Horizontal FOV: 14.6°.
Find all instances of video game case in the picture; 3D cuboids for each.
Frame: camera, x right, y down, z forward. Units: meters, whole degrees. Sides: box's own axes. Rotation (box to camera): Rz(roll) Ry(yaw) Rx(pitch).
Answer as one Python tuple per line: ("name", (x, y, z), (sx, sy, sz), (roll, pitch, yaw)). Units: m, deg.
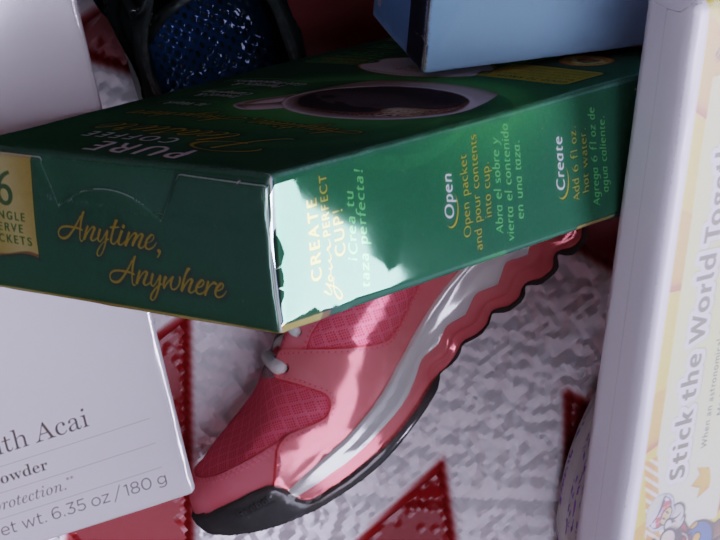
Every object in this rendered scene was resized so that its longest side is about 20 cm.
("video game case", (0.146, 0.001, 0.855), (0.181, 0.023, 0.201), (-11, 118, -37))

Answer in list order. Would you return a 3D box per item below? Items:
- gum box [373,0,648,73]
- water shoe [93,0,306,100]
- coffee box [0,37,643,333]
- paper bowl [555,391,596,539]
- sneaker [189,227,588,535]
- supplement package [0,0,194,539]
("gum box", (0.108, -0.152, 0.815), (0.199, 0.045, 0.171), (-8, 123, -20))
("water shoe", (-0.058, -0.110, 0.875), (0.071, 0.079, 0.201), (-29, 114, -7))
("coffee box", (-0.002, -0.030, 0.801), (0.200, 0.123, 0.044), (-19, 110, -48))
("paper bowl", (0.179, 0.099, 1.009), (0.200, 0.104, 0.202), (-6, 110, -16))
("sneaker", (0.000, 0.000, 0.947), (0.087, 0.074, 0.200), (43, 87, -12))
("supplement package", (-0.140, -0.023, 0.855), (0.121, 0.120, 0.201), (-17, 112, -12))
